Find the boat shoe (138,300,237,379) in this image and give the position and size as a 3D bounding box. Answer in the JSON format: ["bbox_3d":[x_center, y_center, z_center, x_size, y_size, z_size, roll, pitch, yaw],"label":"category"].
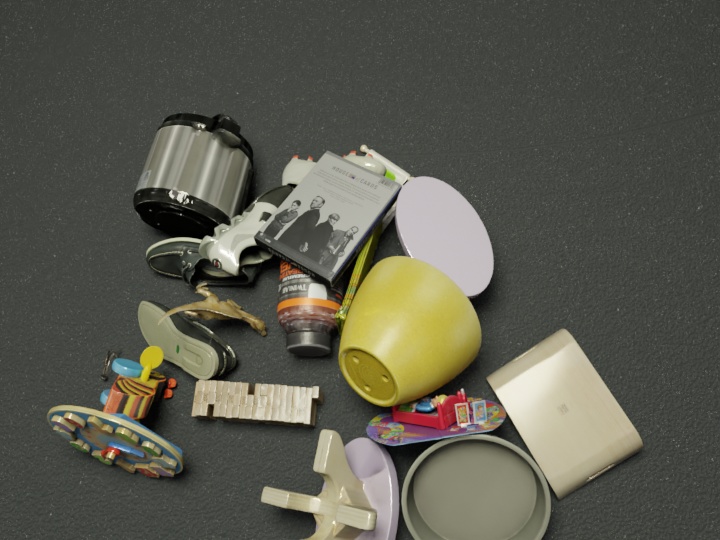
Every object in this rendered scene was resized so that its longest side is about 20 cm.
[{"bbox_3d":[-0.284,0.109,0.948,0.198,0.067,0.073,28,111,25],"label":"boat shoe"}]

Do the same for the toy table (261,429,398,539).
[{"bbox_3d":[-0.030,0.321,0.779,0.181,0.117,0.204,-16,60,32],"label":"toy table"}]

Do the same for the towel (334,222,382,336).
[{"bbox_3d":[0.000,0.000,0.923,0.018,0.086,0.203,16,66,7],"label":"towel"}]

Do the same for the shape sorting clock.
[{"bbox_3d":[-0.342,0.244,0.821,0.196,0.202,0.040,9,56,8],"label":"shape sorting clock"}]

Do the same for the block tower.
[{"bbox_3d":[-0.158,0.204,0.899,0.195,0.054,0.059,1,69,5],"label":"block tower"}]

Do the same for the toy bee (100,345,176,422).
[{"bbox_3d":[-0.329,0.169,0.891,0.107,0.132,0.201,20,22,-25],"label":"toy bee"}]

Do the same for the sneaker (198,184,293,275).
[{"bbox_3d":[-0.159,-0.060,0.955,0.088,0.075,0.200,35,57,15],"label":"sneaker"}]

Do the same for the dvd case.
[{"bbox_3d":[-0.048,-0.087,0.908,0.149,0.025,0.201,28,64,21],"label":"dvd case"}]

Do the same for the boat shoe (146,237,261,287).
[{"bbox_3d":[-0.264,-0.003,0.974,0.195,0.075,0.067,6,47,-3],"label":"boat shoe"}]

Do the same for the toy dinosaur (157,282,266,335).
[{"bbox_3d":[-0.232,0.058,0.909,0.100,0.198,0.059,18,92,45],"label":"toy dinosaur"}]

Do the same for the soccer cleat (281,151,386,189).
[{"bbox_3d":[-0.048,-0.155,1.013,0.196,0.069,0.079,3,68,26],"label":"soccer cleat"}]

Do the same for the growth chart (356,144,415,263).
[{"bbox_3d":[0.005,-0.122,1.035,0.143,0.018,0.202,27,72,14],"label":"growth chart"}]

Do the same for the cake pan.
[{"bbox_3d":[0.154,0.308,0.796,0.196,0.037,0.205,1,102,7],"label":"cake pan"}]

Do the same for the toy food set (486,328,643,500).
[{"bbox_3d":[0.297,0.208,0.870,0.142,0.060,0.202,-32,68,4],"label":"toy food set"}]

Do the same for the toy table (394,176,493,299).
[{"bbox_3d":[0.124,-0.035,0.931,0.180,0.117,0.203,-15,72,-8],"label":"toy table"}]

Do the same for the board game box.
[{"bbox_3d":[0.102,0.191,0.828,0.196,0.158,0.040,-9,94,1],"label":"board game box"}]

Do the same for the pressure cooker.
[{"bbox_3d":[-0.270,-0.166,0.986,0.172,0.179,0.204,7,70,10],"label":"pressure cooker"}]

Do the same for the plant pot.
[{"bbox_3d":[0.049,0.104,0.823,0.199,0.202,0.142,35,50,16],"label":"plant pot"}]

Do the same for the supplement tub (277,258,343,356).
[{"bbox_3d":[-0.078,0.029,0.934,0.105,0.107,0.204,-2,68,3],"label":"supplement tub"}]
